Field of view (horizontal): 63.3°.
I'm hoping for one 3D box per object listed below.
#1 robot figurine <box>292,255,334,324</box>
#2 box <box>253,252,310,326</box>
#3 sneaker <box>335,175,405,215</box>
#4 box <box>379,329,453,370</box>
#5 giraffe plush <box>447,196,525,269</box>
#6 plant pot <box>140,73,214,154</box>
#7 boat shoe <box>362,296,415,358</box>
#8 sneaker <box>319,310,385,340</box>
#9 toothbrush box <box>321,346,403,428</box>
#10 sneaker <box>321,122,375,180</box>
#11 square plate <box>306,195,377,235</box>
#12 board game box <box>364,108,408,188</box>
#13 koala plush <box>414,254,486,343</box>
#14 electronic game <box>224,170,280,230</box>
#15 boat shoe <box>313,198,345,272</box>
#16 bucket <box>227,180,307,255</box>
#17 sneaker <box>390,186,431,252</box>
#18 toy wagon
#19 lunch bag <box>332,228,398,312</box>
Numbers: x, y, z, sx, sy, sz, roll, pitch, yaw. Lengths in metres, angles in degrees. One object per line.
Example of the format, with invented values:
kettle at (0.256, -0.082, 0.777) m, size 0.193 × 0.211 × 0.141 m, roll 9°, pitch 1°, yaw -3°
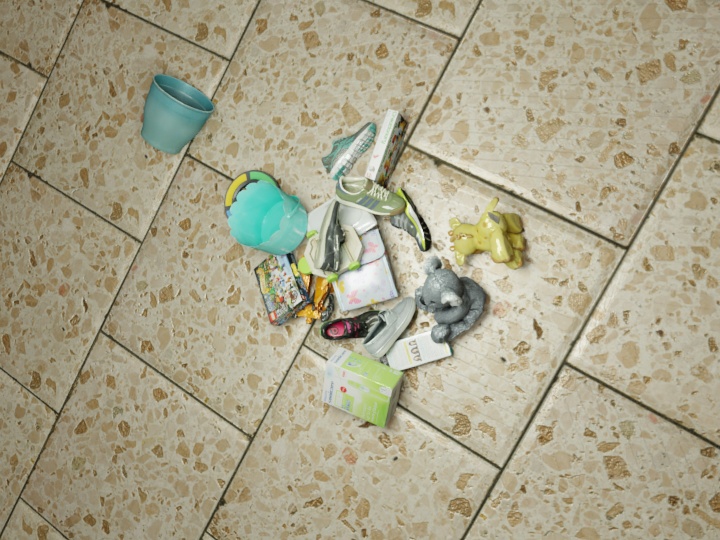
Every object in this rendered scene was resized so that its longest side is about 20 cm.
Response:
robot figurine at (-0.136, 0.059, 1.723) m, size 0.145 × 0.058 × 0.200 m, roll 7°, pitch 88°, yaw 18°
box at (-0.234, 0.043, 1.721) m, size 0.137 × 0.038 × 0.200 m, roll -38°, pitch 58°, yaw 25°
sneaker at (0.025, -0.209, 1.589) m, size 0.200 × 0.090 × 0.067 m, roll 12°, pitch 59°, yaw 9°
box at (0.151, 0.224, 1.627) m, size 0.200 × 0.049 × 0.082 m, roll -19°, pitch 81°, yaw 16°
giraffe plush at (0.320, -0.083, 1.546) m, size 0.162 × 0.200 × 0.173 m, roll -18°, pitch 48°, yaw 39°
plant pot at (-0.592, -0.480, 1.842) m, size 0.200 × 0.200 × 0.188 m, roll 42°, pitch 114°, yaw 15°
boat shoe at (0.078, 0.144, 1.610) m, size 0.072 × 0.070 × 0.201 m, roll 43°, pitch 73°, yaw -24°
sneaker at (-0.020, 0.164, 1.658) m, size 0.200 × 0.084 × 0.077 m, roll -16°, pitch 90°, yaw 4°
toothbrush box at (0.003, 0.323, 1.621) m, size 0.200 × 0.086 × 0.146 m, roll 21°, pitch 122°, yaw 19°
sneaker at (-0.040, -0.365, 1.714) m, size 0.091 × 0.078 × 0.200 m, roll 45°, pitch 98°, yaw 19°
square plate at (-0.070, -0.145, 1.662) m, size 0.200 × 0.028 × 0.198 m, roll -32°, pitch 46°, yaw 7°
board game box at (0.075, -0.339, 1.646) m, size 0.035 × 0.126 × 0.200 m, roll 20°, pitch 93°, yaw 18°
koala plush at (0.223, 0.058, 1.515) m, size 0.184 × 0.200 × 0.177 m, roll -27°, pitch 52°, yaw 8°
electronic game at (-0.333, -0.212, 1.811) m, size 0.200 × 0.042 × 0.200 m, roll -1°, pitch 86°, yaw 17°
boat shoe at (-0.074, -0.091, 1.536) m, size 0.068 × 0.072 × 0.200 m, roll 14°, pitch 69°, yaw -16°
bucket at (-0.260, -0.145, 1.679) m, size 0.207 × 0.135 × 0.207 m, roll -8°, pitch 73°, yaw 29°
sneaker at (0.133, -0.134, 1.651) m, size 0.081 × 0.074 × 0.200 m, roll -33°, pitch 70°, yaw 20°
toy wagon at (-0.093, -0.044, 1.576) m, size 0.200 × 0.040 × 0.155 m, roll -29°, pitch 68°, yaw 9°
lunch bag at (0.000, 0.000, 1.632) m, size 0.169 × 0.127 × 0.200 m, roll -15°, pitch 87°, yaw 5°
